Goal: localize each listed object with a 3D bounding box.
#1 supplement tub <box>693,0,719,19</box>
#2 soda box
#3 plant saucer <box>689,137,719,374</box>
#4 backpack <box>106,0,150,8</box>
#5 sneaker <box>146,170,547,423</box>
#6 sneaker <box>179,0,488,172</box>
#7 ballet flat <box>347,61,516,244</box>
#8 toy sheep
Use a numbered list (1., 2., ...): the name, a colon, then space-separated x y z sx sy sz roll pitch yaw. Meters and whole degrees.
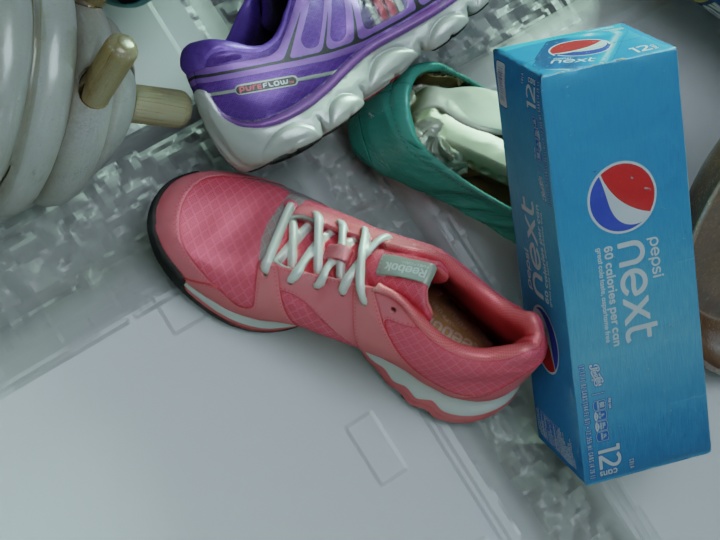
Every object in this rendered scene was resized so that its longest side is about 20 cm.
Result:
1. supplement tub: 0.253 -0.174 1.067 0.200 0.145 0.145 33 65 -9
2. soda box: 0.113 -0.008 0.952 0.068 0.064 0.201 -13 111 -13
3. plant saucer: 0.227 -0.036 1.014 0.200 0.201 0.034 -21 46 -25
4. backpack: -0.099 -0.227 0.918 0.153 0.176 0.200 -20 67 -43
5. sneaker: 0.000 0.000 0.948 0.200 0.087 0.074 25 66 -12
6. sneaker: -0.004 -0.130 0.974 0.200 0.081 0.084 -43 110 -33
7. ballet flat: 0.090 -0.045 1.006 0.200 0.070 0.068 23 66 -14
8. toy sheep: -0.164 -0.084 0.886 0.199 0.138 0.138 11 70 -25
